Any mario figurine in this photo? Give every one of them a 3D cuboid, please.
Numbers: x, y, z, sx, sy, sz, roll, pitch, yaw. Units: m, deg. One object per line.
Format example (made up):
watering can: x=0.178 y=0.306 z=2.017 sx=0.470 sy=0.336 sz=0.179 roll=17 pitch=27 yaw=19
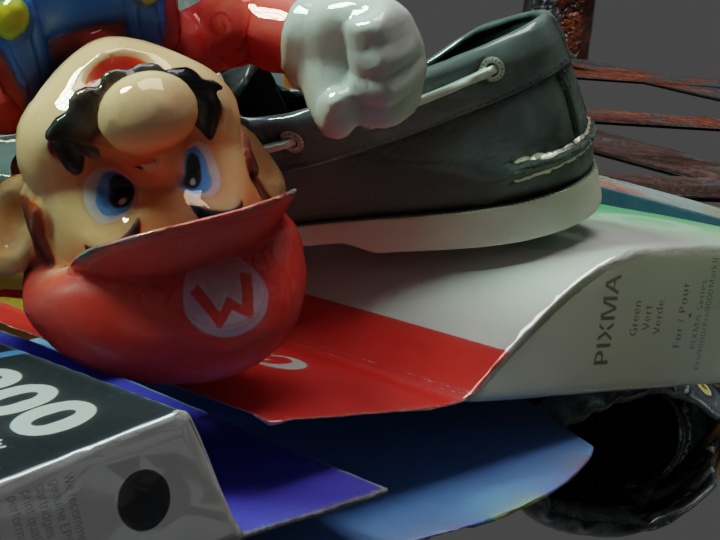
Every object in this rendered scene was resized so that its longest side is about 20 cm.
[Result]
mario figurine: x=-0.065 y=-0.067 z=0.586 sx=0.123 sy=0.200 sz=0.106 roll=-29 pitch=-18 yaw=22

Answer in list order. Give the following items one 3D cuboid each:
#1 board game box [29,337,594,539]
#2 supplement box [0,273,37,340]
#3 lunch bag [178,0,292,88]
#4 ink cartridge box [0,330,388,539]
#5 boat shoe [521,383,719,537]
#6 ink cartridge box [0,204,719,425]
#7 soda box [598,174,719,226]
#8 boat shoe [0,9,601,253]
board game box: x=-0.031 y=0.059 z=0.668 sx=0.158 sy=0.039 sz=0.200 roll=-7 pitch=18 yaw=-22
supplement box: x=-0.147 y=0.023 z=0.769 sx=0.200 sy=0.067 sz=0.069 roll=1 pitch=10 yaw=-29
lunch bag: x=-0.094 y=-0.116 z=0.872 sx=0.122 sy=0.200 sz=0.170 roll=-11 pitch=-3 yaw=27
ink cartridge box: x=-0.130 y=0.045 z=0.584 sx=0.200 sy=0.043 sz=0.198 roll=-18 pitch=21 yaw=-35
boat shoe: x=0.102 y=0.048 z=0.787 sx=0.200 sy=0.071 sz=0.091 roll=-9 pitch=18 yaw=-36
ink cartridge box: x=0.000 y=0.000 z=0.684 sx=0.200 sy=0.050 sz=0.161 roll=1 pitch=10 yaw=-44
soda box: x=0.100 y=0.003 z=0.873 sx=0.200 sy=0.068 sz=0.064 roll=12 pitch=7 yaw=-40
boat shoe: x=-0.032 y=-0.040 z=0.675 sx=0.200 sy=0.062 sz=0.073 roll=-2 pitch=22 yaw=13
